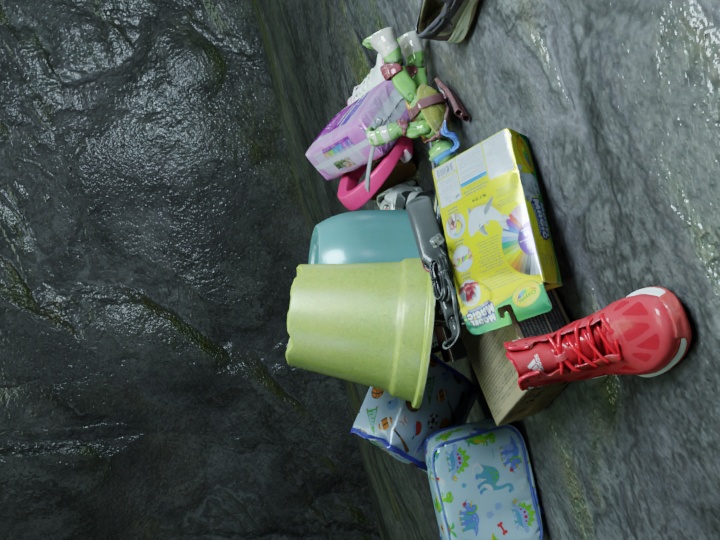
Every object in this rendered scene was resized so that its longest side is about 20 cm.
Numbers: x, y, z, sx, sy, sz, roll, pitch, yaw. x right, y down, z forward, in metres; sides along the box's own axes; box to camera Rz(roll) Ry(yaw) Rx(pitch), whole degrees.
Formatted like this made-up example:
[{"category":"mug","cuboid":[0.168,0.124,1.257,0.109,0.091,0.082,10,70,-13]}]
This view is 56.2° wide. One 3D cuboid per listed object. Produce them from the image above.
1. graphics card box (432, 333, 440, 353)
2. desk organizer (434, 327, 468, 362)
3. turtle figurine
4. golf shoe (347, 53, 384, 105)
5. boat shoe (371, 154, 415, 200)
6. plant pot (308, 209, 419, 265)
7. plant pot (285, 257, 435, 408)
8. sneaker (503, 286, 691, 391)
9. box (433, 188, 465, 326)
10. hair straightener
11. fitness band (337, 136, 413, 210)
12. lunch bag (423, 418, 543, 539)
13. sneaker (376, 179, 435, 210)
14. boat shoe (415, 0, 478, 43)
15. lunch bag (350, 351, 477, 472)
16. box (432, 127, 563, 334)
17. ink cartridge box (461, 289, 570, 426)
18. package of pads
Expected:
[{"category":"graphics card box","cuboid":[0.114,0.058,1.317,0.125,0.050,0.206,156,98,-80]},{"category":"desk organizer","cuboid":[0.142,0.040,1.086,0.077,0.070,0.205,114,140,-78]},{"category":"turtle figurine","cuboid":[0.056,-0.226,0.962,0.200,0.140,0.199,155,98,-75]},{"category":"golf shoe","cuboid":[0.020,-0.299,1.165,0.202,0.089,0.077,95,-173,-60]},{"category":"boat shoe","cuboid":[0.048,-0.191,1.247,0.200,0.068,0.073,148,119,-71]},{"category":"plant pot","cuboid":[0.000,0.000,1.061,0.200,0.156,0.207,-176,90,-79]},{"category":"plant pot","cuboid":[-0.002,0.067,0.890,0.200,0.178,0.207,7,-90,-89]},{"category":"sneaker","cuboid":[0.207,0.080,0.632,0.201,0.113,0.080,117,137,-66]},{"category":"box","cuboid":[0.121,-0.027,0.914,0.159,0.045,0.206,92,-175,-85]},{"category":"hair straightener","cuboid":[0.083,-0.006,0.778,0.077,0.040,0.204,65,-165,-56]},{"category":"fitness band","cuboid":[0.024,-0.171,1.106,0.037,0.143,0.201,43,-156,-17]},{"category":"lunch bag","cuboid":[0.188,0.335,1.023,0.082,0.156,0.206,177,79,-84]},{"category":"sneaker","cuboid":[0.082,-0.102,1.163,0.200,0.086,0.076,-137,34,-68]},{"category":"boat shoe","cuboid":[0.103,-0.334,0.766,0.201,0.063,0.074,104,150,-68]},{"category":"lunch bag","cuboid":[0.108,0.238,1.116,0.122,0.173,0.199,12,159,48]},{"category":"box","cuboid":[0.152,-0.039,0.754,0.116,0.048,0.206,-24,67,43]},{"category":"ink cartridge box","cuboid":[0.193,0.085,0.855,0.201,0.073,0.168,95,159,-64]},{"category":"package of pads","cuboid":[0.001,-0.226,1.093,0.076,0.121,0.199,45,156,-17]}]
